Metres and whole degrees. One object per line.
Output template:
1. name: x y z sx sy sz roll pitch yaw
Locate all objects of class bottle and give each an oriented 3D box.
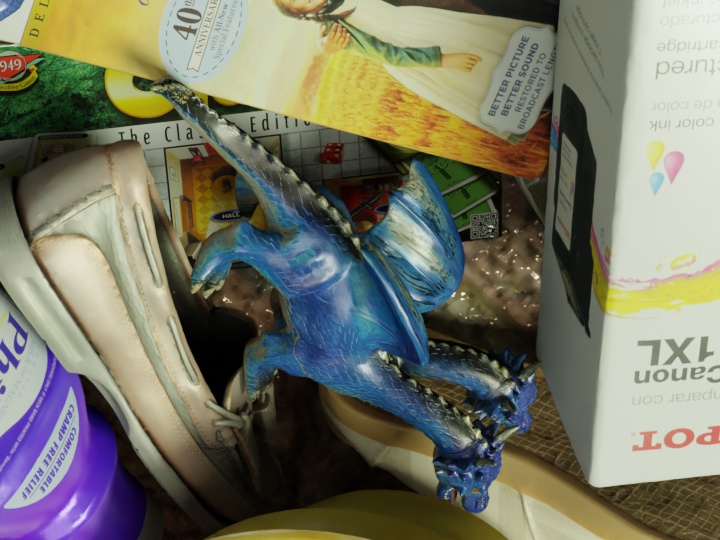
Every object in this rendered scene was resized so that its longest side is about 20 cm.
1. bottle: -0.140 0.050 0.785 0.200 0.065 0.084 50 61 -44

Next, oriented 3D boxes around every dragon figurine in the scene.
1. dragon figurine: 0.000 0.000 0.778 0.099 0.059 0.200 1 131 25

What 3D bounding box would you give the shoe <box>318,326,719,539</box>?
1. shoe: 0.076 0.076 0.860 0.200 0.070 0.053 23 142 7

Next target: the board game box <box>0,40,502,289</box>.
1. board game box: -0.048 -0.048 0.814 0.200 0.023 0.105 -7 121 -6

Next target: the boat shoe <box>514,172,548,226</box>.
1. boat shoe: 0.122 0.010 0.855 0.074 0.065 0.202 -30 122 9

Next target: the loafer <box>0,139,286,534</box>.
1. loafer: -0.064 0.029 0.812 0.063 0.072 0.200 -27 136 7

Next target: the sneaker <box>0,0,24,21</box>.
1. sneaker: -0.135 -0.118 0.687 0.088 0.075 0.200 21 117 4

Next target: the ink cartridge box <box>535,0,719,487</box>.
1. ink cartridge box: 0.142 -0.033 0.743 0.146 0.083 0.200 -5 125 -8

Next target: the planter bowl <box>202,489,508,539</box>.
1. planter bowl: 0.011 0.143 0.838 0.200 0.083 0.201 10 130 12

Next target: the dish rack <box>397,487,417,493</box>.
1. dish rack: 0.066 0.147 0.942 0.200 0.044 0.172 -10 122 -3

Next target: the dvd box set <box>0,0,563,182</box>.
1. dvd box set: -0.005 -0.117 0.730 0.200 0.029 0.146 14 120 -17
